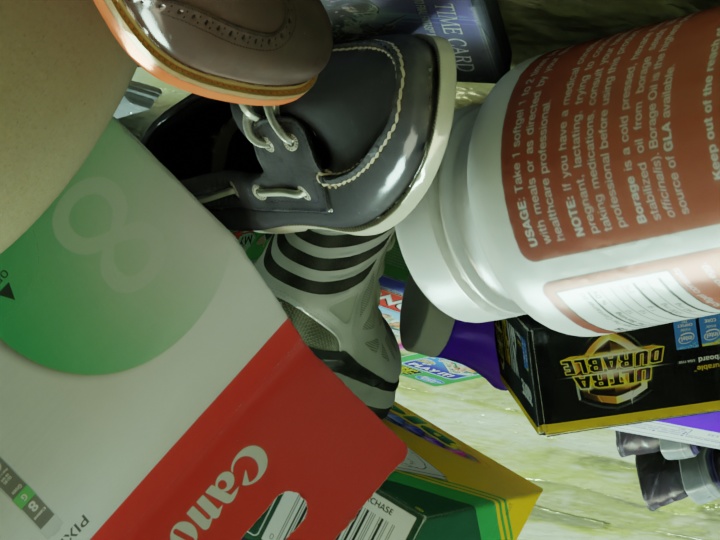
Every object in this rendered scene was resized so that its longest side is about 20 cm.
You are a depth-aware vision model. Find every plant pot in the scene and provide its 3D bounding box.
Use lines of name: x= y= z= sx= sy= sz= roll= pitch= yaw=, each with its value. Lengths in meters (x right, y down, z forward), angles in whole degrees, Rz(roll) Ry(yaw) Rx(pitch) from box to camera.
plant pot: x=-0.192 y=-0.058 z=1.062 sx=0.200 sy=0.135 sz=0.200 roll=15 pitch=162 yaw=5

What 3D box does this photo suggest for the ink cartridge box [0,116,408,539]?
ink cartridge box: x=-0.091 y=0.062 z=1.157 sx=0.200 sy=0.161 sz=0.050 roll=45 pitch=166 yaw=-11

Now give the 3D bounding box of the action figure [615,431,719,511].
action figure: x=0.238 y=0.081 z=1.545 sx=0.200 sy=0.070 sz=0.130 roll=-4 pitch=154 yaw=20

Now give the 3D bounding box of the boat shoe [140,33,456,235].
boat shoe: x=-0.027 y=-0.051 z=1.124 sx=0.063 sy=0.073 sz=0.200 roll=10 pitch=169 yaw=-24

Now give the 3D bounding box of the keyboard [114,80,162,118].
keyboard: x=-0.155 y=-0.070 z=1.250 sx=0.056 sy=0.011 sz=0.200 roll=22 pitch=164 yaw=-28

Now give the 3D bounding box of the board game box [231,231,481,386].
board game box: x=0.009 y=0.013 z=1.462 sx=0.200 sy=0.029 sz=0.134 roll=19 pitch=160 yaw=-36

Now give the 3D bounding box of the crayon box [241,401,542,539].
crayon box: x=-0.035 y=0.078 z=1.327 sx=0.200 sy=0.058 sz=0.173 roll=30 pitch=-169 yaw=18

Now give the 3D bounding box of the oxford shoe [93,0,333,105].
oxford shoe: x=-0.057 y=-0.116 z=0.965 sx=0.072 sy=0.071 sz=0.200 roll=-20 pitch=148 yaw=26

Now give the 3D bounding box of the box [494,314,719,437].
box: x=0.142 y=0.026 z=1.243 sx=0.159 sy=0.049 sz=0.200 roll=-7 pitch=-175 yaw=-2

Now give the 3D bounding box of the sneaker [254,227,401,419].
sneaker: x=0.000 y=0.000 z=1.297 sx=0.076 sy=0.116 sz=0.200 roll=30 pitch=-175 yaw=9

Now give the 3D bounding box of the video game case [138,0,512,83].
video game case: x=-0.049 y=-0.106 z=1.101 sx=0.200 sy=0.019 sz=0.143 roll=2 pitch=163 yaw=10

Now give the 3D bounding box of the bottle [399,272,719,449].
bottle: x=0.119 y=0.033 z=1.387 sx=0.200 sy=0.084 sz=0.065 roll=10 pitch=155 yaw=-16

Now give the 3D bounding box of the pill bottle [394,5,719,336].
pill bottle: x=0.114 y=-0.037 z=1.092 sx=0.200 sy=0.112 sz=0.112 roll=-12 pitch=156 yaw=40
